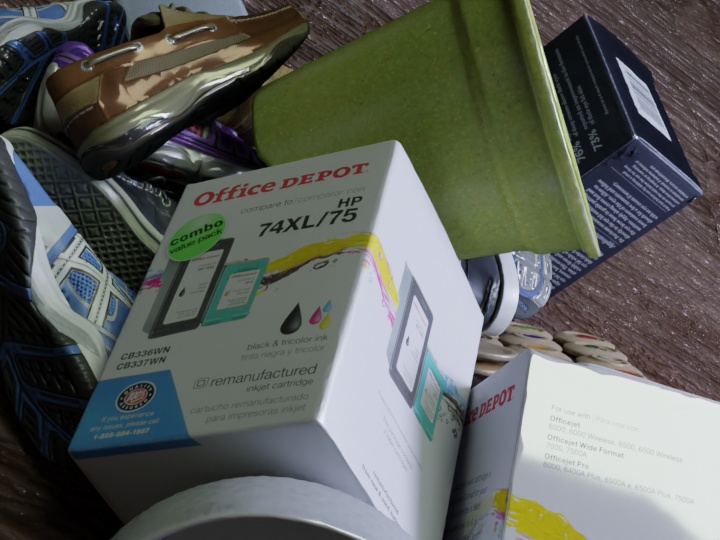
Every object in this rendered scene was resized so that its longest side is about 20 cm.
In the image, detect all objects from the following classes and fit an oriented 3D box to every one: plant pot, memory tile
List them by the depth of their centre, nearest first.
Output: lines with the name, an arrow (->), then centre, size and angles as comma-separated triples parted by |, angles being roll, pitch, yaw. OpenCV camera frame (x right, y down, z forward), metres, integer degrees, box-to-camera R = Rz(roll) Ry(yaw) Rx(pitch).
plant pot -> 0.036, -0.080, 0.819 | 0.200, 0.182, 0.203 | -16, 90, -78
memory tile -> 0.126, 0.058, 0.938 | 0.151, 0.017, 0.200 | 10, 7, -2

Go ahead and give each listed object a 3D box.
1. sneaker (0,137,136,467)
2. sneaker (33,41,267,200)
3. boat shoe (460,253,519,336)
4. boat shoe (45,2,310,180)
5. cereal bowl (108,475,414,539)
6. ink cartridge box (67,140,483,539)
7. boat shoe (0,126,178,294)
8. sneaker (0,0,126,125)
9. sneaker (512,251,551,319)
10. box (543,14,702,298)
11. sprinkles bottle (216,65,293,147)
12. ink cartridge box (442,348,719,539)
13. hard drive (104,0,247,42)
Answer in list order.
sneaker -> -0.177, 0.014, 0.737 | 0.077, 0.075, 0.202 | -9, 70, -57
sneaker -> -0.119, -0.097, 0.857 | 0.199, 0.080, 0.085 | 19, 72, -44
boat shoe -> 0.057, -0.038, 0.932 | 0.060, 0.076, 0.201 | 12, 33, -26
boat shoe -> -0.108, -0.129, 0.795 | 0.074, 0.075, 0.200 | 53, 44, -2
cereal bowl -> -0.043, 0.182, 0.606 | 0.199, 0.201, 0.083 | 37, 17, -10
ink cartridge box -> -0.034, 0.058, 0.708 | 0.147, 0.145, 0.201 | 61, 31, -36
boat shoe -> -0.146, -0.024, 0.817 | 0.199, 0.075, 0.063 | 36, 29, -22
sneaker -> -0.218, -0.149, 0.866 | 0.076, 0.077, 0.200 | 16, 16, 12
sneaker -> 0.097, -0.058, 0.987 | 0.074, 0.087, 0.203 | 25, 63, -37
box -> 0.156, -0.082, 1.073 | 0.104, 0.199, 0.149 | 29, 37, -38
sprinkles bottle -> -0.028, -0.105, 0.992 | 0.199, 0.068, 0.069 | 20, 40, -45
ink cartridge box -> 0.117, 0.168, 0.704 | 0.143, 0.147, 0.202 | 15, 71, -9
hard drive -> -0.141, -0.188, 1.029 | 0.138, 0.033, 0.202 | 6, 50, -43
